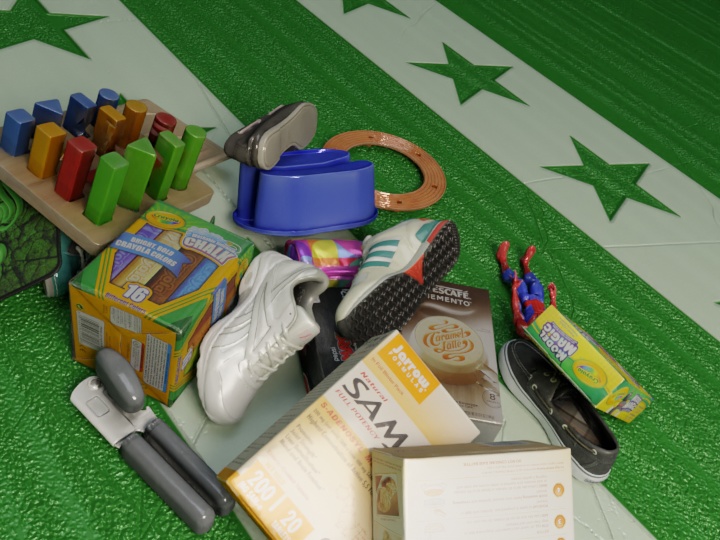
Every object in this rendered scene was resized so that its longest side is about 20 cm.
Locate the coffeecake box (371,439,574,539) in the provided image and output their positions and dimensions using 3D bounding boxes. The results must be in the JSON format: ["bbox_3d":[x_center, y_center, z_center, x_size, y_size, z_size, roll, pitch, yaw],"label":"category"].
[{"bbox_3d":[0.093,0.247,0.610,0.153,0.073,0.200,2,83,-20],"label":"coffeecake box"}]

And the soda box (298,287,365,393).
[{"bbox_3d":[-0.023,0.111,0.800,0.063,0.071,0.200,2,44,-19],"label":"soda box"}]

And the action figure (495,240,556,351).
[{"bbox_3d":[0.226,0.034,0.988,0.065,0.052,0.200,13,40,-14],"label":"action figure"}]

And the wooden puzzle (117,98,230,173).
[{"bbox_3d":[-0.303,-0.164,1.016,0.200,0.046,0.185,30,37,20],"label":"wooden puzzle"}]

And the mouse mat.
[{"bbox_3d":[-0.401,-0.035,0.810,0.161,0.008,0.200,-25,48,2],"label":"mouse mat"}]

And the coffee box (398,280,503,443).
[{"bbox_3d":[0.087,0.106,0.839,0.114,0.080,0.200,11,42,-7],"label":"coffee box"}]

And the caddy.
[{"bbox_3d":[-0.072,-0.095,0.988,0.200,0.105,0.141,-10,24,-28],"label":"caddy"}]

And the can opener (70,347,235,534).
[{"bbox_3d":[-0.198,0.159,0.696,0.200,0.066,0.053,42,46,18],"label":"can opener"}]

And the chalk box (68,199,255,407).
[{"bbox_3d":[-0.198,0.019,0.798,0.124,0.125,0.200,24,43,7],"label":"chalk box"}]

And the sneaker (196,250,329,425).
[{"bbox_3d":[-0.095,0.067,0.766,0.099,0.078,0.200,6,63,31],"label":"sneaker"}]

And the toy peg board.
[{"bbox_3d":[-0.289,-0.143,0.843,0.199,0.098,0.200,38,34,9],"label":"toy peg board"}]

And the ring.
[{"bbox_3d":[0.035,-0.153,1.151,0.200,0.019,0.200,11,42,-10],"label":"ring"}]

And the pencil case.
[{"bbox_3d":[0.000,0.000,0.922,0.200,0.088,0.088,-3,45,-22],"label":"pencil case"}]

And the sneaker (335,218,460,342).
[{"bbox_3d":[0.026,0.005,0.839,0.093,0.070,0.200,15,47,41],"label":"sneaker"}]

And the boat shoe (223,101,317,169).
[{"bbox_3d":[-0.112,-0.183,0.970,0.057,0.067,0.200,13,27,13],"label":"boat shoe"}]

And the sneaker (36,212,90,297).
[{"bbox_3d":[-0.329,-0.049,0.865,0.080,0.071,0.200,-1,43,-16],"label":"sneaker"}]

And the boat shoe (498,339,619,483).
[{"bbox_3d":[0.231,0.149,0.861,0.069,0.057,0.200,-7,46,-27],"label":"boat shoe"}]

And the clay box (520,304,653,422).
[{"bbox_3d":[0.259,0.107,0.843,0.115,0.048,0.200,51,12,32],"label":"clay box"}]

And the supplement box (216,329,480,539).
[{"bbox_3d":[-0.010,0.164,0.664,0.200,0.074,0.126,-40,92,-21],"label":"supplement box"}]
